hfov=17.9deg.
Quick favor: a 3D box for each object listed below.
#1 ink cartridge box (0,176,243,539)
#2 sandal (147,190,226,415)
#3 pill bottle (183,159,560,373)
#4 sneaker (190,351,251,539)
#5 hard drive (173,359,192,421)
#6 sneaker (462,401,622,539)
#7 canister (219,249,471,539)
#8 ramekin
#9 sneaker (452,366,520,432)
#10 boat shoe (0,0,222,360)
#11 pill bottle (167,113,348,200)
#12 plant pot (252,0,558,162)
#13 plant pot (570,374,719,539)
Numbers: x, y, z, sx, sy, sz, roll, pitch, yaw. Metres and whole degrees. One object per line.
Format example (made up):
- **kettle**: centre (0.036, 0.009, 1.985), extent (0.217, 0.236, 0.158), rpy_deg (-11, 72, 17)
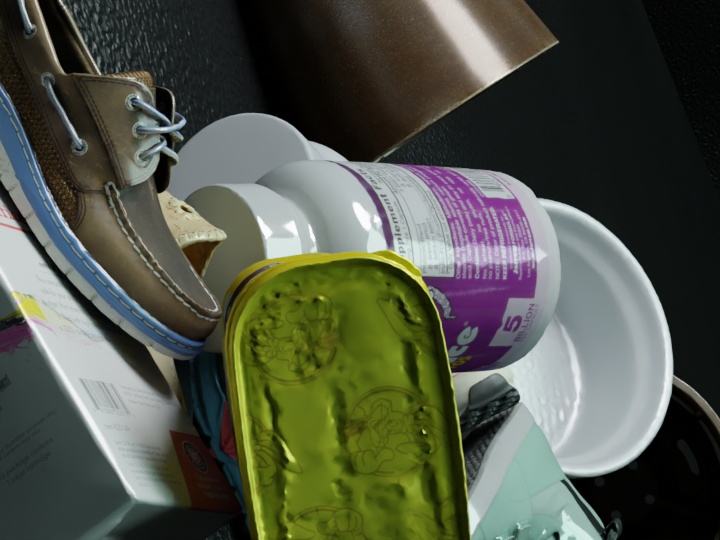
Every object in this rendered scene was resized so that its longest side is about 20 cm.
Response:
- **ink cartridge box**: centre (-0.143, 0.033, 0.945), extent (0.200, 0.067, 0.116), rpy_deg (57, 11, 17)
- **sandal**: centre (-0.090, 0.005, 1.044), extent (0.078, 0.069, 0.212), rpy_deg (8, 66, -72)
- **pill bottle**: centre (0.000, 0.000, 1.176), extent (0.200, 0.112, 0.113), rpy_deg (0, 71, -42)
- **sneaker**: centre (-0.025, 0.107, 1.258), extent (0.079, 0.095, 0.200), rpy_deg (-77, 146, -58)
- **hard drive**: centre (-0.124, 0.050, 1.088), extent (0.135, 0.042, 0.200), rpy_deg (53, 25, -48)
- **sneaker**: centre (0.090, 0.171, 1.357), extent (0.118, 0.074, 0.200), rpy_deg (51, 35, -6)
- **canister**: centre (-0.013, 0.065, 0.979), extent (0.200, 0.086, 0.149), rpy_deg (-161, -118, -84)
- **ramekin**: centre (0.114, 0.059, 1.613), extent (0.200, 0.098, 0.201), rpy_deg (12, 66, -29)
- **sneaker**: centre (0.033, 0.063, 1.439), extent (0.094, 0.070, 0.200), rpy_deg (63, -17, 0)
- **boat shoe**: centre (-0.114, -0.055, 0.965), extent (0.200, 0.072, 0.072), rpy_deg (53, 10, 3)
- **pill bottle**: centre (-0.030, -0.006, 1.322), extent (0.200, 0.114, 0.115), rpy_deg (46, 31, -57)
- **plant pot**: centre (0.002, -0.186, 1.544), extent (0.200, 0.187, 0.187), rpy_deg (57, 18, -2)
- **plant pot**: centre (0.201, 0.173, 1.781), extent (0.198, 0.200, 0.201), rpy_deg (26, 49, -77)
